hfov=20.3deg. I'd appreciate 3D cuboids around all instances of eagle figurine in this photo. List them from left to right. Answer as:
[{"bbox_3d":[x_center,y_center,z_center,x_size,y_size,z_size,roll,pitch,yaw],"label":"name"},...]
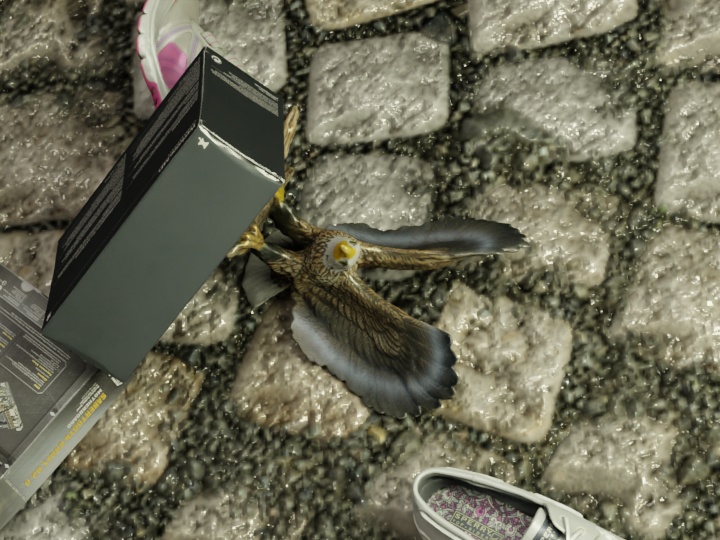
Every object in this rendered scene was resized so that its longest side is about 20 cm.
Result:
[{"bbox_3d":[0.000,0.001,1.455,0.199,0.151,0.152,27,114,-4],"label":"eagle figurine"}]

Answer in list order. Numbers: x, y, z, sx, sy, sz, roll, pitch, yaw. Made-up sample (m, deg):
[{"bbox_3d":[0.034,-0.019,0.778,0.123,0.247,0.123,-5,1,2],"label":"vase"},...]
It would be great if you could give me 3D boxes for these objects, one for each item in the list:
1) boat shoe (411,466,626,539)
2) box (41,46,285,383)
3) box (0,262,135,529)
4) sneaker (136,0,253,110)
[{"bbox_3d":[0.122,0.182,1.335,0.199,0.069,0.072,28,72,27],"label":"boat shoe"},{"bbox_3d":[-0.141,-0.041,1.445,0.200,0.079,0.141,-50,18,22],"label":"box"},{"bbox_3d":[-0.293,0.078,1.521,0.199,0.048,0.159,33,75,28],"label":"box"},{"bbox_3d":[-0.121,-0.141,1.581,0.088,0.081,0.201,-12,68,7],"label":"sneaker"}]
